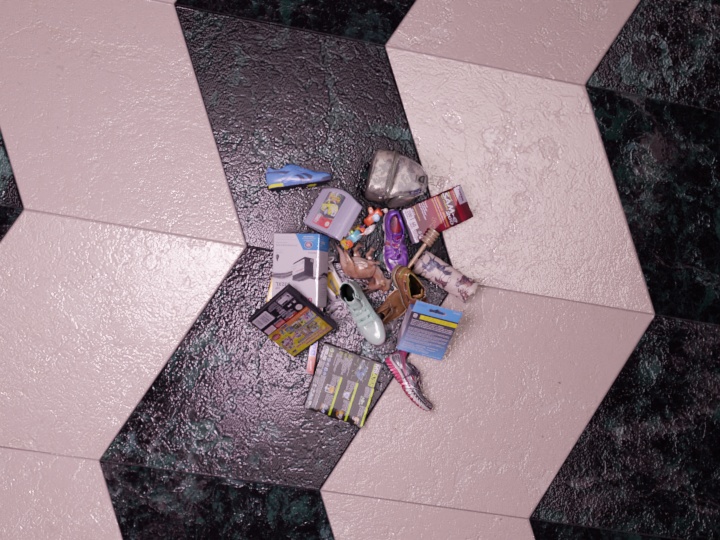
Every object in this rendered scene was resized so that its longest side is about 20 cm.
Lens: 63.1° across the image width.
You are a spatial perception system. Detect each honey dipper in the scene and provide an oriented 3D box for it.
[{"bbox_3d":[0.160,-0.037,1.734,0.038,0.038,0.201,37,94,-2],"label":"honey dipper"}]

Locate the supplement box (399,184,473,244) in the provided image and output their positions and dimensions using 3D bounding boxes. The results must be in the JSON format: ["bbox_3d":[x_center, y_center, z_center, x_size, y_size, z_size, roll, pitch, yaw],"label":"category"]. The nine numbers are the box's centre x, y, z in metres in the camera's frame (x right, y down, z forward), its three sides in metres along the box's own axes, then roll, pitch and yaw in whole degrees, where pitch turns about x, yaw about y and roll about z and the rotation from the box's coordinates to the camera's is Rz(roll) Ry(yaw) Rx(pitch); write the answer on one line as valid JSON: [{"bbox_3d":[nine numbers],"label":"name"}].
[{"bbox_3d":[0.230,-0.170,1.781,0.196,0.061,0.111,-25,91,-6],"label":"supplement box"}]

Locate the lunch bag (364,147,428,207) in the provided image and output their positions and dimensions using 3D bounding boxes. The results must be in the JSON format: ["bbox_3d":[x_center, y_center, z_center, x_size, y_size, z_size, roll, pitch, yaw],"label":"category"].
[{"bbox_3d":[0.104,-0.259,1.704,0.163,0.200,0.143,12,88,-3],"label":"lunch bag"}]

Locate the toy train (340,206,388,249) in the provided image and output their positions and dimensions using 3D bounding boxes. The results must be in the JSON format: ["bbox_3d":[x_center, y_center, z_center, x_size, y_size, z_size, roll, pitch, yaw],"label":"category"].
[{"bbox_3d":[0.002,-0.135,1.709,0.149,0.200,0.056,-37,98,19],"label":"toy train"}]

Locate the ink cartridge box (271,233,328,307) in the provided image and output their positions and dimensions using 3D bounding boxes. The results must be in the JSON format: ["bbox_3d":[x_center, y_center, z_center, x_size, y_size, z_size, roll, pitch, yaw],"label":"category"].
[{"bbox_3d":[-0.170,0.001,1.659,0.141,0.084,0.206,2,88,15],"label":"ink cartridge box"}]

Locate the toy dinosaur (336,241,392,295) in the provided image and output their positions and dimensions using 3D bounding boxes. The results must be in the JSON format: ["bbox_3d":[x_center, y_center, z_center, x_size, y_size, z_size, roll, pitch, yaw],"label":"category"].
[{"bbox_3d":[0.000,0.000,1.751,0.196,0.086,0.138,21,122,12],"label":"toy dinosaur"}]

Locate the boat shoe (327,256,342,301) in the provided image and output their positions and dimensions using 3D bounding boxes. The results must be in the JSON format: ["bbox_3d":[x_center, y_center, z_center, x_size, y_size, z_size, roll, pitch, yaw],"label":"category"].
[{"bbox_3d":[-0.106,-0.002,1.728,0.074,0.086,0.205,-28,91,-16],"label":"boat shoe"}]

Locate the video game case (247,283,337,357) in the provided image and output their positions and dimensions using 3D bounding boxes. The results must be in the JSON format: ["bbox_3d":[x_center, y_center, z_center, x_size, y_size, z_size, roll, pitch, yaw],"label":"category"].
[{"bbox_3d":[-0.192,0.145,1.642,0.180,0.026,0.199,40,127,-18],"label":"video game case"}]

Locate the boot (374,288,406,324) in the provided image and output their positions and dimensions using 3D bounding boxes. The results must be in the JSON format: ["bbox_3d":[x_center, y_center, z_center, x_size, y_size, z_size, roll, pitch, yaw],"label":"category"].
[{"bbox_3d":[0.089,0.117,1.753,0.199,0.075,0.074,-40,90,-6],"label":"boot"}]

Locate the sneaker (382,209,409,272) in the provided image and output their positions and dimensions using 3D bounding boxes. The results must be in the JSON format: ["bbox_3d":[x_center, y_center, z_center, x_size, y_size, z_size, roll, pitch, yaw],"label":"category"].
[{"bbox_3d":[0.103,-0.081,1.755,0.079,0.083,0.205,-10,91,-4],"label":"sneaker"}]

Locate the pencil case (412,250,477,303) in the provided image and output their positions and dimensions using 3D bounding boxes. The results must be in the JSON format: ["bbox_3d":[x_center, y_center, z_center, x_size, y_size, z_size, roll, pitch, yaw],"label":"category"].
[{"bbox_3d":[0.251,0.017,1.764,0.197,0.090,0.079,31,77,-1],"label":"pencil case"}]

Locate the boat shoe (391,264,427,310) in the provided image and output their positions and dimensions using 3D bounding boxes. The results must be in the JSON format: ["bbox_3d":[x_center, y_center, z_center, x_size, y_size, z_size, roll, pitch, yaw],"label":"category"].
[{"bbox_3d":[0.156,0.070,1.715,0.072,0.067,0.201,-50,130,-16],"label":"boat shoe"}]

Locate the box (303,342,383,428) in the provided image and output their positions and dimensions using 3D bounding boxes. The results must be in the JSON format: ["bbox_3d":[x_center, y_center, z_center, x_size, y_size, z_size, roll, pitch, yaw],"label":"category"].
[{"bbox_3d":[-0.052,0.340,1.748,0.189,0.047,0.205,19,86,-6],"label":"box"}]

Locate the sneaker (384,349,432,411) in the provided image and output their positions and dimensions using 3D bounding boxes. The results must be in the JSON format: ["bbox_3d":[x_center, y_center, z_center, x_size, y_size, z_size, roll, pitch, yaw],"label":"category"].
[{"bbox_3d":[0.155,0.331,1.748,0.074,0.081,0.202,-35,91,-7],"label":"sneaker"}]

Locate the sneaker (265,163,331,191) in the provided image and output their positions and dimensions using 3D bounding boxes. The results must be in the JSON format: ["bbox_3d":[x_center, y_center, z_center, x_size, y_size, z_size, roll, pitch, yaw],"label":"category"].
[{"bbox_3d":[-0.184,-0.287,1.748,0.195,0.066,0.081,-6,85,-5],"label":"sneaker"}]

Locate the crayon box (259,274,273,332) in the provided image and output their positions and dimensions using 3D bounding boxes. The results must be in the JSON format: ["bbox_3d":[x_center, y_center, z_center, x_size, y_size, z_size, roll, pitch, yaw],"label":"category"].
[{"bbox_3d":[-0.216,0.095,1.739,0.123,0.052,0.205,13,87,-4],"label":"crayon box"}]

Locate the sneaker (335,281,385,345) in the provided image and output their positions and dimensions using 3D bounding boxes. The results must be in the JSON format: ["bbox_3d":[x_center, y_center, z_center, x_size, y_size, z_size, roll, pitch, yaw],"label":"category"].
[{"bbox_3d":[-0.003,0.122,1.660,0.073,0.118,0.203,-32,77,12],"label":"sneaker"}]

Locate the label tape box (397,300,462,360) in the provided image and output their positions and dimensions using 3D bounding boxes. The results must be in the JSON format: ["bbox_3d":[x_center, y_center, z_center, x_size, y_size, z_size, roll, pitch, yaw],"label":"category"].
[{"bbox_3d":[0.200,0.158,1.710,0.141,0.064,0.203,15,127,-4],"label":"label tape box"}]

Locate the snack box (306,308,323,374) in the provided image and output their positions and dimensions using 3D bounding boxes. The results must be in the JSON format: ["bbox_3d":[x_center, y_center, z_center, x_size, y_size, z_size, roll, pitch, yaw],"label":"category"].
[{"bbox_3d":[-0.135,0.199,1.731,0.024,0.072,0.205,9,87,-5],"label":"snack box"}]

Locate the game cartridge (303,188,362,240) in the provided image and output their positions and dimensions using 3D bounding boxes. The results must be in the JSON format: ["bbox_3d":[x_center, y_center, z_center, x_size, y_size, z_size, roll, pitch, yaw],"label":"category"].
[{"bbox_3d":[-0.080,-0.169,1.695,0.041,0.199,0.135,37,82,-38],"label":"game cartridge"}]
